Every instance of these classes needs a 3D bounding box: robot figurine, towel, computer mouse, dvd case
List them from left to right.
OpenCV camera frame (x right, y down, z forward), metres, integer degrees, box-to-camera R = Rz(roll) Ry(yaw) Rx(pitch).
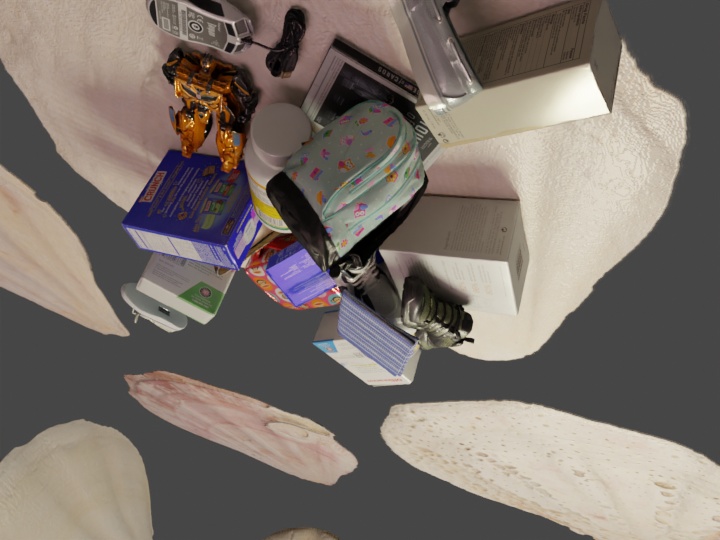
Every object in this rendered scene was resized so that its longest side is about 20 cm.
[{"bbox_3d":[-0.221,-0.232,0.983,0.142,0.059,0.201,19,152,2],"label":"robot figurine"},{"bbox_3d":[-0.166,-0.309,0.837,0.196,0.045,0.110,19,157,-7],"label":"computer mouse"},{"bbox_3d":[0.024,0.107,1.117,0.143,0.024,0.201,35,159,9],"label":"towel"},{"bbox_3d":[0.025,-0.207,0.898,0.197,0.025,0.150,28,151,-10],"label":"dvd case"}]

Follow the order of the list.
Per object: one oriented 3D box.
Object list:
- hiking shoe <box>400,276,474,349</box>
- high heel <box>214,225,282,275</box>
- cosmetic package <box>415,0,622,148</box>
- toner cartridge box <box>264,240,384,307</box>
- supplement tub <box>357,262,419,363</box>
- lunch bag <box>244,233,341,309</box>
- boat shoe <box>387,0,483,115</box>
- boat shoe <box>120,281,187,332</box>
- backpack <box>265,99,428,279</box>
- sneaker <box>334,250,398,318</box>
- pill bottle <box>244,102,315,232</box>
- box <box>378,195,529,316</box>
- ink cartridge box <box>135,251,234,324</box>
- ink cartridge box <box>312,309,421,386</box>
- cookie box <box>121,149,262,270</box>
[{"bbox_3d":[0.122,0.064,1.035,0.098,0.077,0.200,-1,155,19],"label":"hiking shoe"},{"bbox_3d":[-0.167,-0.053,1.164,0.197,0.145,0.072,-3,144,37],"label":"high heel"},{"bbox_3d":[0.166,-0.207,0.720,0.197,0.105,0.073,-3,146,39],"label":"cosmetic package"},{"bbox_3d":[-0.058,-0.020,1.153,0.197,0.044,0.095,-27,120,22],"label":"toner cartridge box"},{"bbox_3d":[0.056,0.072,1.225,0.142,0.148,0.201,17,152,6],"label":"supplement tub"},{"bbox_3d":[-0.127,-0.004,1.286,0.197,0.083,0.176,-9,139,43],"label":"lunch bag"},{"bbox_3d":[0.070,-0.263,0.673,0.070,0.070,0.205,-18,99,19],"label":"boat shoe"},{"bbox_3d":[-0.555,0.104,1.764,0.085,0.076,0.201,-25,137,31],"label":"boat shoe"},{"bbox_3d":[-0.010,-0.113,0.853,0.167,0.199,0.127,50,174,34],"label":"backpack"},{"bbox_3d":[0.000,0.000,1.037,0.201,0.079,0.129,58,173,-12],"label":"sneaker"},{"bbox_3d":[-0.111,-0.147,0.981,0.110,0.115,0.201,18,157,5],"label":"pill bottle"},{"bbox_3d":[0.148,-0.024,1.038,0.196,0.108,0.153,7,150,24],"label":"box"},{"bbox_3d":[-0.299,-0.028,1.238,0.143,0.203,0.087,28,154,-16],"label":"ink cartridge box"},{"bbox_3d":[0.016,0.170,1.484,0.143,0.086,0.200,-12,136,46],"label":"ink cartridge box"},{"bbox_3d":[-0.262,-0.104,1.114,0.196,0.174,0.076,12,148,18],"label":"cookie box"}]
